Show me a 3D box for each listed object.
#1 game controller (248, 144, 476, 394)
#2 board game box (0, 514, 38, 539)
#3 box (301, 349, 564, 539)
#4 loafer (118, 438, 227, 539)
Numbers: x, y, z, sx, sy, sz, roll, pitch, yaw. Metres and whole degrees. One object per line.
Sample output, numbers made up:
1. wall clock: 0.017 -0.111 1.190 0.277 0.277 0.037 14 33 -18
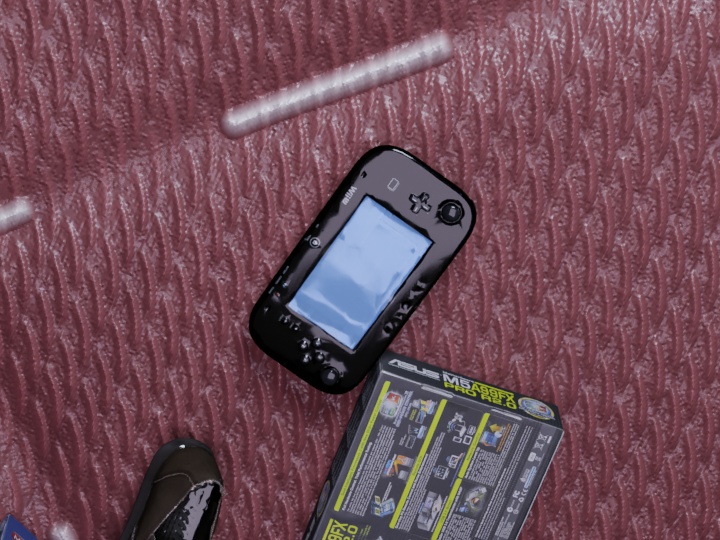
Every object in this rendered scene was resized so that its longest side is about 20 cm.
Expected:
1. game controller: 0.000 0.000 1.567 0.104 0.042 0.200 32 108 -14
2. board game box: -0.295 0.339 1.691 0.200 0.062 0.200 -39 109 15
3. box: 0.055 0.179 1.643 0.159 0.044 0.201 18 111 -8
4. loafer: -0.160 0.236 1.618 0.073 0.071 0.201 11 99 -28
